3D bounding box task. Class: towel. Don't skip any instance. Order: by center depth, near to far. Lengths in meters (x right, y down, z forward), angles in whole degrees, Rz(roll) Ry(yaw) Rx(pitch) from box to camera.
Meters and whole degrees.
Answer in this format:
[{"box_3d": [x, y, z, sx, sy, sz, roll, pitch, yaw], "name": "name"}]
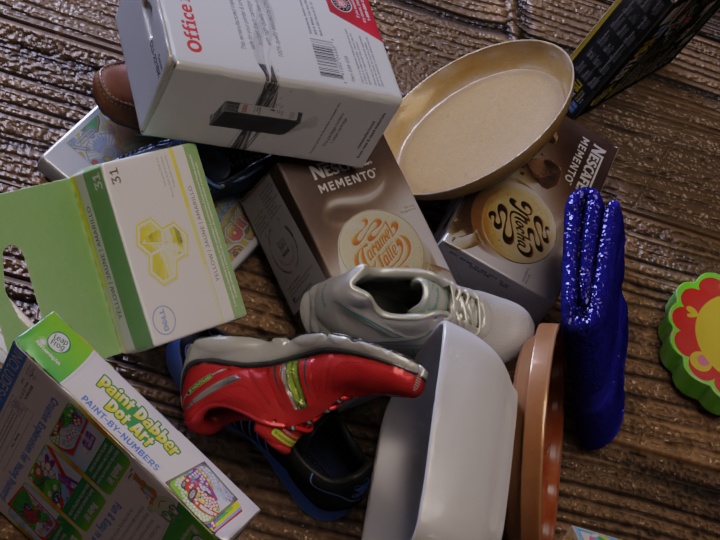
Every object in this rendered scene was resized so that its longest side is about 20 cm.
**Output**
[{"box_3d": [0.200, 0.042, 1.545, 0.049, 0.200, 0.148, -2, 56, 11], "name": "towel"}]

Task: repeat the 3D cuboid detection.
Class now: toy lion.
[{"box_3d": [0.374, 0.064, 1.695, 0.192, 0.069, 0.200, 33, 52, 7], "name": "toy lion"}]

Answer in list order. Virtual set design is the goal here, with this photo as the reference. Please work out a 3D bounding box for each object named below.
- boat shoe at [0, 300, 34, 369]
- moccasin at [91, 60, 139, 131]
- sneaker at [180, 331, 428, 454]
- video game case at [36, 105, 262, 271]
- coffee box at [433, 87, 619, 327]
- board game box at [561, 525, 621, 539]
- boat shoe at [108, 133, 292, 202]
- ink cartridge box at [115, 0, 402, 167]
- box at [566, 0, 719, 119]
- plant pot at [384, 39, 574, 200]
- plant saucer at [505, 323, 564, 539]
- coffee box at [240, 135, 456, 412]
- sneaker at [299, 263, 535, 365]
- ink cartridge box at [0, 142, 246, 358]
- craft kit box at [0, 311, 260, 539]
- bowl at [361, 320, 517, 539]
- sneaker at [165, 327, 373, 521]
[{"box_3d": [-0.225, 0.087, 1.399, 0.200, 0.074, 0.069, 39, 59, 3], "name": "boat shoe"}, {"box_3d": [-0.126, -0.155, 1.559, 0.201, 0.078, 0.074, 3, 58, -22], "name": "moccasin"}, {"box_3d": [-0.042, 0.096, 1.382, 0.200, 0.077, 0.085, -3, 70, 24], "name": "sneaker"}, {"box_3d": [-0.144, -0.092, 1.577, 0.182, 0.023, 0.200, 39, 53, 2], "name": "video game case"}, {"box_3d": [0.139, -0.050, 1.641, 0.113, 0.080, 0.200, 30, 53, -3], "name": "coffee box"}, {"box_3d": [0.260, 0.281, 1.466, 0.200, 0.034, 0.135, 19, 26, -23], "name": "board game box"}, {"box_3d": [-0.132, -0.097, 1.529, 0.200, 0.069, 0.084, -24, 72, -32], "name": "boat shoe"}, {"box_3d": [-0.085, -0.172, 1.485, 0.200, 0.084, 0.144, 7, 46, -27], "name": "ink cartridge box"}, {"box_3d": [0.281, -0.238, 1.745, 0.160, 0.200, 0.049, -29, 77, -34], "name": "box"}, {"box_3d": [0.102, -0.128, 1.627, 0.028, 0.200, 0.200, 56, 45, -32], "name": "plant pot"}, {"box_3d": [0.138, 0.141, 1.463, 0.032, 0.200, 0.201, 3, 55, 11], "name": "plant saucer"}, {"box_3d": [0.000, 0.000, 1.535, 0.114, 0.080, 0.200, -19, 77, -33], "name": "coffee box"}, {"box_3d": [0.057, 0.037, 1.452, 0.200, 0.080, 0.071, 7, 65, -26], "name": "sneaker"}, {"box_3d": [-0.187, -0.008, 1.391, 0.200, 0.048, 0.146, -18, 93, -49], "name": "ink cartridge box"}, {"box_3d": [-0.183, 0.152, 1.299, 0.198, 0.200, 0.049, 46, 52, 7], "name": "craft kit box"}, {"box_3d": [0.060, 0.159, 1.399, 0.074, 0.200, 0.200, 14, 59, -9], "name": "bowl"}, {"box_3d": [-0.067, 0.107, 1.454, 0.200, 0.078, 0.070, 43, 55, 6], "name": "sneaker"}]
